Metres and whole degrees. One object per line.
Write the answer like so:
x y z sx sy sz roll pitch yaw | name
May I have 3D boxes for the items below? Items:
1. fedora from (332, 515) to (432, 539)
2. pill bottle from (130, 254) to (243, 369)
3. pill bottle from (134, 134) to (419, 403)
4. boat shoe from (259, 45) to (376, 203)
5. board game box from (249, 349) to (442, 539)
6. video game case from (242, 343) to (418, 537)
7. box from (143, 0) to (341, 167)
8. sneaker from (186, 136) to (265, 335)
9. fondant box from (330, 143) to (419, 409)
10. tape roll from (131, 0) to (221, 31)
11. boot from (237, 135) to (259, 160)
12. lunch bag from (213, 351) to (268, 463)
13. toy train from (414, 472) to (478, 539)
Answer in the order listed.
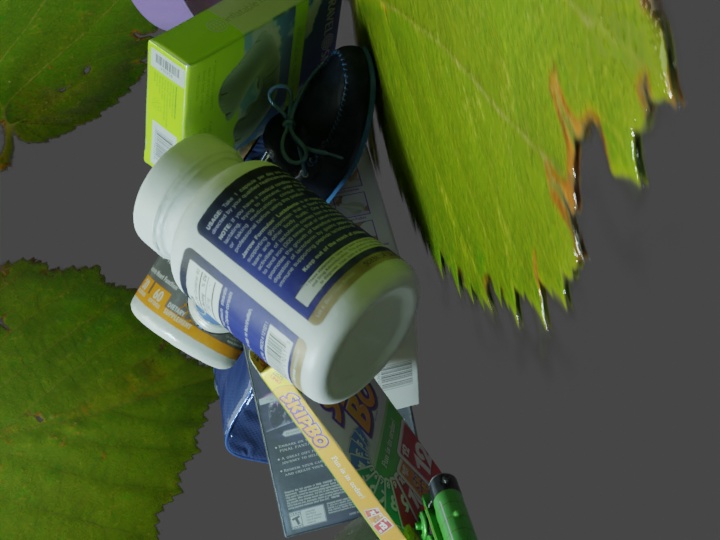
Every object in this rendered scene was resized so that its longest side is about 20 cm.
0.026 0.271 1.236 0.091 0.176 0.200 -59 6 -25 | fedora
-0.118 -0.020 1.329 0.201 0.116 0.116 -59 7 0 | pill bottle
-0.064 -0.006 1.027 0.199 0.116 0.116 37 157 23 | pill bottle
-0.045 -0.093 1.113 0.201 0.068 0.085 116 149 -43 | boat shoe
-0.006 0.118 1.103 0.201 0.030 0.096 53 -149 -9 | board game box
-0.022 0.133 1.312 0.019 0.141 0.203 -138 35 -78 | video game case
-0.083 -0.163 1.113 0.047 0.199 0.123 35 140 22 | box
-0.089 -0.043 1.230 0.077 0.075 0.202 139 148 -73 | sneaker
0.000 0.000 1.220 0.145 0.057 0.202 85 170 -53 | fondant box
-0.134 -0.311 1.269 0.200 0.065 0.203 -29 -56 -55 | tape roll
-0.133 -0.145 1.230 0.096 0.075 0.200 34 -167 -17 | boot
-0.059 0.081 1.414 0.201 0.134 0.133 -59 29 25 | lunch bag
0.076 0.216 1.007 0.201 0.041 0.057 -110 19 -58 | toy train
